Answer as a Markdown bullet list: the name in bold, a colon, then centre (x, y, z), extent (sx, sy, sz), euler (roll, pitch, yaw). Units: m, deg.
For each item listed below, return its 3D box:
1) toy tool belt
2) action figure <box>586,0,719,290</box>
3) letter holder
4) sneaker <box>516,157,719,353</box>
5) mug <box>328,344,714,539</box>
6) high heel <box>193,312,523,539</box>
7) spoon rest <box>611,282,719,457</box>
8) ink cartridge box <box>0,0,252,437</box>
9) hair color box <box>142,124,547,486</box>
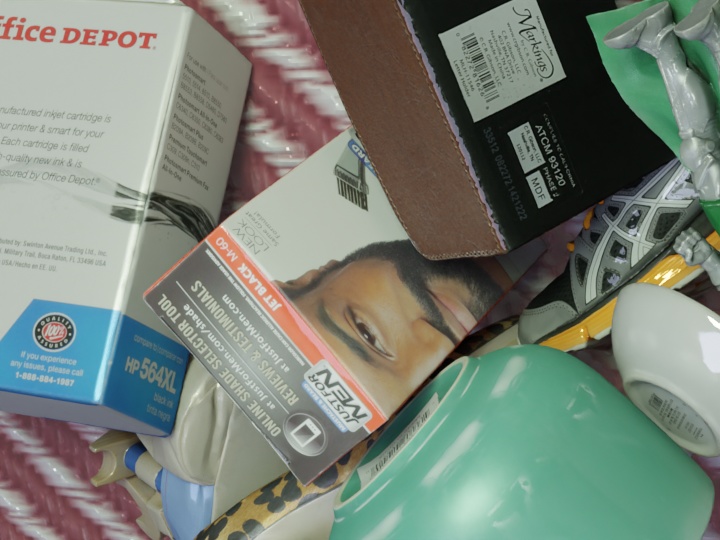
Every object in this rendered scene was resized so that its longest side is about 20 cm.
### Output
- **toy tool belt**: centre (-0.082, 0.103, 1.071), extent (0.123, 0.124, 0.201), euler (39, 129, 49)
- **action figure**: centre (0.166, -0.018, 0.805), extent (0.118, 0.055, 0.201), euler (2, 125, 58)
- **letter holder**: centre (0.027, -0.114, 0.875), extent (0.142, 0.100, 0.201), euler (-5, 111, 62)
- **sneaker**: centre (0.140, -0.028, 0.910), extent (0.200, 0.078, 0.077), euler (-42, 75, 32)
- **mug**: centre (0.050, 0.116, 0.830), extent (0.114, 0.185, 0.152), euler (43, 138, -4)
- **high heel**: centre (-0.001, 0.089, 0.984), extent (0.142, 0.200, 0.072), euler (3, 137, 49)
- **spoon rest**: centre (0.147, 0.058, 0.892), extent (0.099, 0.061, 0.200), euler (37, 160, 10)
- **ink cartridge box**: centre (-0.150, -0.031, 0.988), extent (0.145, 0.084, 0.201), euler (7, 77, 24)
- **hair color box**: centre (0.000, 0.000, 0.912), extent (0.111, 0.200, 0.064), euler (49, 125, -1)
